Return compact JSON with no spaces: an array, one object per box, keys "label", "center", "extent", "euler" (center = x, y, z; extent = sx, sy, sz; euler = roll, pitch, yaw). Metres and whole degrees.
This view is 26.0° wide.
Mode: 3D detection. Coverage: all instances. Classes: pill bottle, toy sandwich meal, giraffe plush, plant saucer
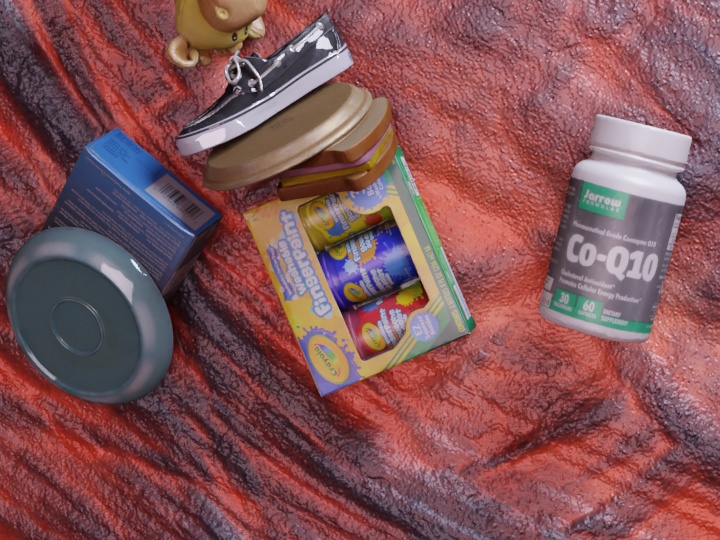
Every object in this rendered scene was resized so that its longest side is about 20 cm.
[{"label":"pill bottle","center":[0.246,-0.040,1.493],"extent":[0.112,0.113,0.202],"euler":[14,97,8]},{"label":"toy sandwich meal","center":[-0.057,-0.114,1.509],"extent":[0.204,0.206,0.071],"euler":[-24,111,11]},{"label":"giraffe plush","center":[-0.155,-0.287,1.511],"extent":[0.171,0.200,0.164],"euler":[-24,97,-14]},{"label":"plant saucer","center":[-0.284,0.053,1.591],"extent":[0.198,0.027,0.202],"euler":[11,119,21]}]

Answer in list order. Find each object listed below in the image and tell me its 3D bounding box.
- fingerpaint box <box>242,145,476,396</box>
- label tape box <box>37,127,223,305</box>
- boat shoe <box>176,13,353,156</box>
[{"label":"fingerpaint box","center":[0.000,0.000,1.556],"extent":[0.165,0.073,0.202],"euler":[-23,91,10]},{"label":"label tape box","center":[-0.249,-0.022,1.591],"extent":[0.144,0.063,0.200],"euler":[39,125,4]},{"label":"boat shoe","center":[-0.102,-0.184,1.521],"extent":[0.198,0.074,0.068],"euler":[-32,105,-8]}]
